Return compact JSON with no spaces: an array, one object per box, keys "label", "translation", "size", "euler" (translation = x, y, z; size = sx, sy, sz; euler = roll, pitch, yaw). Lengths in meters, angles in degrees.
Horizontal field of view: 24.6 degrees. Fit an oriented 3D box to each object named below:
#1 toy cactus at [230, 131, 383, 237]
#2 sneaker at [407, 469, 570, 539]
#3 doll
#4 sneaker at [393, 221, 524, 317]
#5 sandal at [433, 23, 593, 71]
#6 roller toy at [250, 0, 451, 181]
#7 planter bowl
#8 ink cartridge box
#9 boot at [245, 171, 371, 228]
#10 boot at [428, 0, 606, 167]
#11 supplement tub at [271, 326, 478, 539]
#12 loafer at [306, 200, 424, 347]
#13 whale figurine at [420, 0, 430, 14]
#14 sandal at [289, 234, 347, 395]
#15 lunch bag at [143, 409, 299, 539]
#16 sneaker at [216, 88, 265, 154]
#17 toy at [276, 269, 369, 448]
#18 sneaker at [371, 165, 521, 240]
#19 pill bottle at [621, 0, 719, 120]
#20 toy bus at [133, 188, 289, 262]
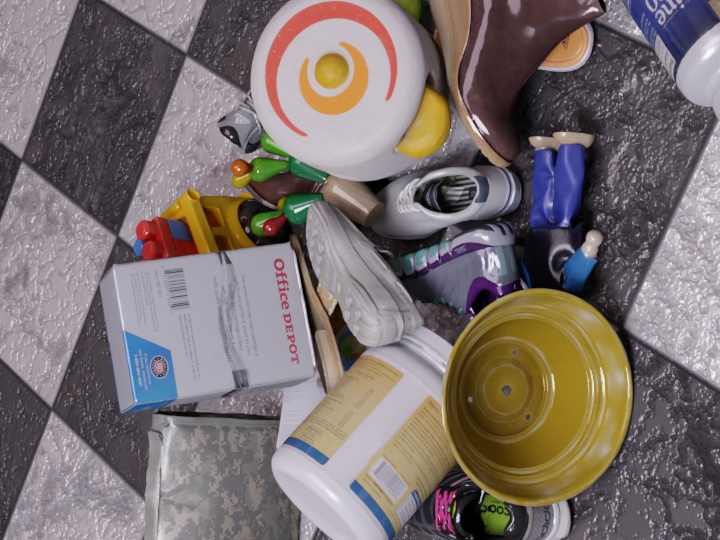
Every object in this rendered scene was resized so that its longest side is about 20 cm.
[{"label":"toy cactus","translation":[-0.046,-0.109,1.762],"size":[0.164,0.102,0.201],"euler":[37,96,23]},{"label":"sneaker","translation":[0.107,0.236,1.632],"size":[0.198,0.087,0.075],"euler":[0,84,43]},{"label":"doll","translation":[0.195,-0.031,1.613],"size":[0.136,0.048,0.203],"euler":[-3,84,59]},{"label":"sneaker","translation":[0.087,0.018,1.689],"size":[0.199,0.074,0.089],"euler":[-25,78,50]},{"label":"sandal","translation":[0.144,-0.248,1.688],"size":[0.205,0.059,0.080],"euler":[12,91,43]},{"label":"roller toy","translation":[-0.011,-0.185,1.643],"size":[0.181,0.140,0.202],"euler":[-22,80,14]},{"label":"planter bowl","translation":[0.154,0.117,1.571],"size":[0.083,0.198,0.203],"euler":[-176,94,-71]},{"label":"ink cartridge box","translation":[-0.161,0.061,1.733],"size":[0.084,0.198,0.147],"euler":[146,115,-67]},{"label":"boot","translation":[-0.035,-0.149,1.838],"size":[0.186,0.064,0.202],"euler":[32,107,32]},{"label":"boot","translation":[0.164,-0.219,1.614],"size":[0.165,0.072,0.202],"euler":[-21,84,26]},{"label":"supplement tub","translation":[0.023,0.166,1.634],"size":[0.144,0.145,0.200],"euler":[27,66,41]},{"label":"loafer","translation":[0.000,0.000,1.670],"size":[0.070,0.069,0.201],"euler":[102,150,-42]},{"label":"whale figurine","translation":[0.029,-0.295,1.782],"size":[0.198,0.104,0.160],"euler":[3,48,27]},{"label":"sandal","translation":[-0.023,0.043,1.754],"size":[0.078,0.069,0.213],"euler":[87,170,-46]},{"label":"lunch bag","translation":[-0.164,0.238,1.808],"size":[0.117,0.199,0.166],"euler":[1,85,42]},{"label":"sneaker","translation":[-0.103,-0.189,1.820],"size":[0.075,0.115,0.201],"euler":[42,150,14]},{"label":"toy","translation":[-0.025,0.099,1.796],"size":[0.114,0.047,0.202],"euler":[-4,69,32]},{"label":"sneaker","translation":[0.073,-0.078,1.721],"size":[0.199,0.070,0.074],"euler":[-14,75,43]},{"label":"pill bottle","translation":[0.317,-0.221,1.488],"size":[0.111,0.110,0.201],"euler":[-44,57,29]},{"label":"toy bus","translation":[-0.170,0.009,1.855],"size":[0.135,0.191,0.202],"euler":[-39,61,30]}]
